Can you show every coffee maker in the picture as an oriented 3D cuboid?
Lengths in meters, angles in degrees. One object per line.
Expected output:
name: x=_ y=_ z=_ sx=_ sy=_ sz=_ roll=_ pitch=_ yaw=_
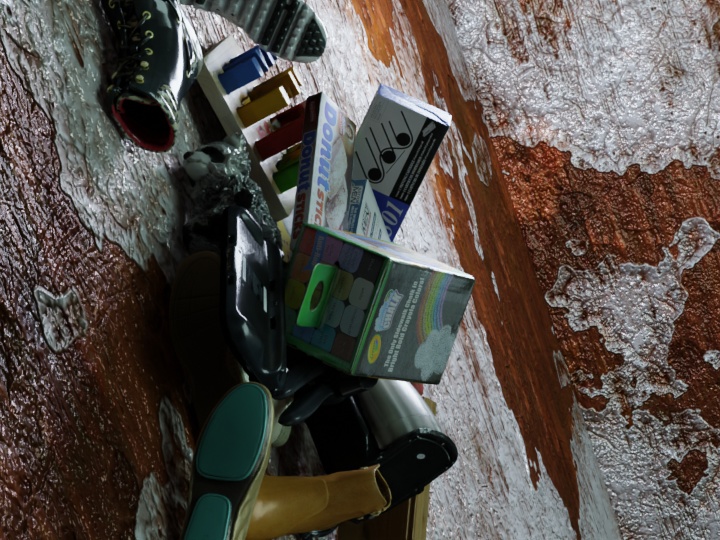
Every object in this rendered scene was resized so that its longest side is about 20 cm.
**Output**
coffee maker: x=-0.019 y=0.161 z=1.661 sx=0.135 sy=0.192 sz=0.200 roll=79 pitch=-14 yaw=-51

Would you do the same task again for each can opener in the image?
can opener: x=-0.047 y=0.112 z=1.525 sx=0.064 sy=0.078 sz=0.200 roll=66 pitch=21 yaw=4

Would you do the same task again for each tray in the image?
tray: x=0.029 y=0.247 z=1.726 sx=0.037 sy=0.098 sz=0.201 roll=32 pitch=58 yaw=-55

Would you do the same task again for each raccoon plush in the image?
raccoon plush: x=-0.124 y=-0.046 z=1.591 sx=0.134 sy=0.096 sz=0.200 roll=-94 pitch=161 yaw=-51

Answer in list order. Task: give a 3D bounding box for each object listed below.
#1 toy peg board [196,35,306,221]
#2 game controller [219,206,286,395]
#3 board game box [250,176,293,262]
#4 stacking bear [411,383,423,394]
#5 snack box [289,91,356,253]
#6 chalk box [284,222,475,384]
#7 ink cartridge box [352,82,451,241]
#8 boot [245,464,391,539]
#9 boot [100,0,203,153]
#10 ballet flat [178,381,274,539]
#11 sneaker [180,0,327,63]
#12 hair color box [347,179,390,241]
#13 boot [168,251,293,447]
toy peg board: x=-0.091 y=-0.187 z=1.752 sx=0.200 sy=0.098 sz=0.200 roll=62 pitch=11 yaw=-13
game controller: x=-0.103 y=0.025 z=1.432 sx=0.104 sy=0.042 sz=0.200 roll=49 pitch=22 yaw=-34
board game box: x=-0.117 y=-0.045 z=1.721 sx=0.200 sy=0.034 sz=0.136 roll=36 pitch=40 yaw=-67
stacking bear: x=0.008 y=0.122 z=1.869 sx=0.200 sy=0.114 sz=0.122 roll=-25 pitch=142 yaw=-65
snack box: x=-0.039 y=-0.092 z=1.619 sx=0.072 sy=0.024 sz=0.201 roll=40 pitch=44 yaw=-44
chalk box: x=-0.002 y=0.033 z=1.521 sx=0.200 sy=0.124 sz=0.125 roll=13 pitch=98 yaw=-51
ink cartridge box: x=0.024 y=-0.111 z=1.782 sx=0.044 sy=0.094 sz=0.200 roll=-74 pitch=-171 yaw=-63
boot: x=-0.054 y=0.219 z=1.468 sx=0.201 sy=0.144 sz=0.071 roll=32 pitch=44 yaw=-68
boot: x=-0.219 y=-0.230 z=1.471 sx=0.154 sy=0.073 sz=0.204 roll=-85 pitch=155 yaw=-48
ballet flat: x=-0.122 y=0.199 z=1.348 sx=0.063 sy=0.068 sz=0.201 roll=66 pitch=39 yaw=-63
sneaker: x=-0.127 y=-0.305 z=1.733 sx=0.200 sy=0.075 sz=0.081 roll=30 pitch=8 yaw=-6
hair color box: x=0.000 y=0.000 z=1.744 sx=0.200 sy=0.060 sz=0.100 roll=69 pitch=24 yaw=-44
boot: x=-0.123 y=0.084 z=1.503 sx=0.155 sy=0.072 sz=0.201 roll=13 pitch=63 yaw=-75
